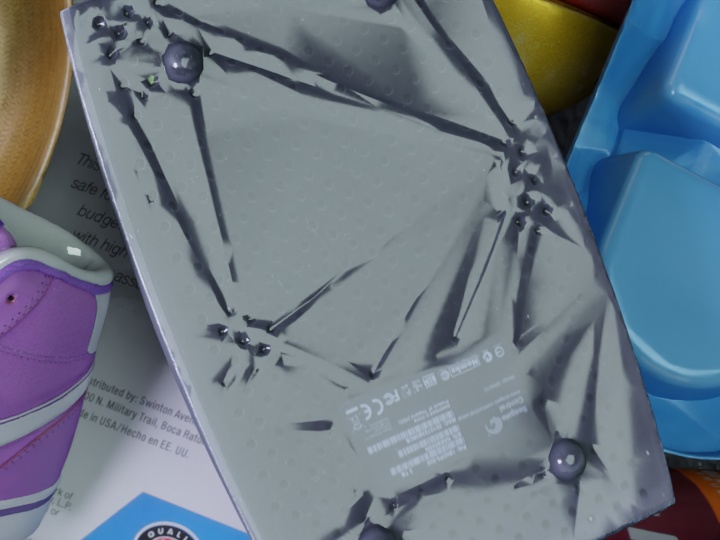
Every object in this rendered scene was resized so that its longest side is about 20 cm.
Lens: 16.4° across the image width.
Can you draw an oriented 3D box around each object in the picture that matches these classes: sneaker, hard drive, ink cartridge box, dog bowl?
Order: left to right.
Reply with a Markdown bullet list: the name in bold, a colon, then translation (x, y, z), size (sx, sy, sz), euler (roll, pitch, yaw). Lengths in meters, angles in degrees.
- **sneaker**: translation (-0.148, 0.024, 0.662), size (0.200, 0.073, 0.115), euler (-12, 135, -52)
- **ink cartridge box**: translation (-0.057, 0.024, 0.808), size (0.145, 0.084, 0.201), euler (20, 76, 19)
- **hard drive**: translation (0.000, 0.000, 0.732), size (0.134, 0.042, 0.201), euler (-23, 92, -19)
- **dog bowl**: translation (0.118, -0.029, 0.827), size (0.111, 0.050, 0.201), euler (26, 70, -8)

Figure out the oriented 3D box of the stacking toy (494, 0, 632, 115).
- **stacking toy**: translation (0.061, -0.107, 0.901), size (0.145, 0.146, 0.201), euler (18, 98, -20)

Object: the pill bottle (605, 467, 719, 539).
- **pill bottle**: translation (0.091, 0.125, 0.880), size (0.199, 0.114, 0.115), euler (5, 84, -23)

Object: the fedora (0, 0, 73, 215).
- **fedora**: translation (-0.183, -0.074, 0.711), size (0.199, 0.082, 0.202), euler (0, 85, 5)
